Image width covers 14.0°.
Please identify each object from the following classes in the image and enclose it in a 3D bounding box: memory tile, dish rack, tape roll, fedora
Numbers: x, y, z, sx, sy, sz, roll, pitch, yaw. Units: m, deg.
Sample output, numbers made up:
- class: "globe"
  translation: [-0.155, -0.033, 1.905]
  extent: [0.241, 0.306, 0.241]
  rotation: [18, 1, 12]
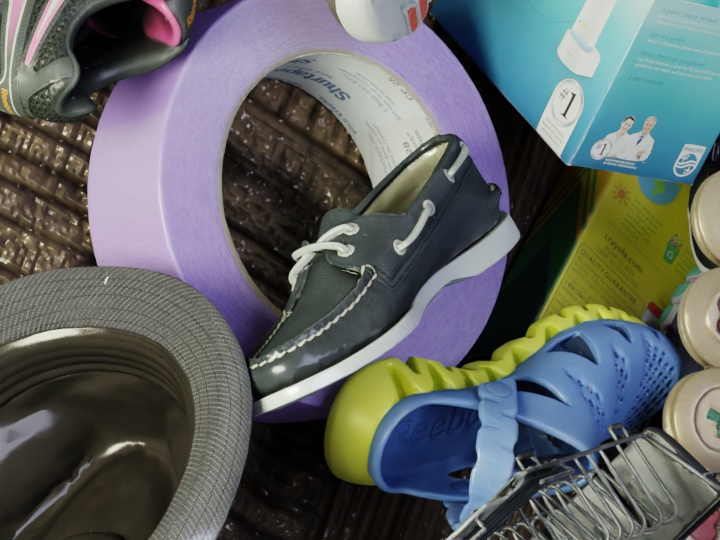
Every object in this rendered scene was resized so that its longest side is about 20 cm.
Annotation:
- class: "memory tile"
  translation: [0.217, 0.057, 1.410]
  extent: [0.153, 0.017, 0.201]
  rotation: [13, 78, -20]
- class: "dish rack"
  translation: [0.065, 0.132, 1.253]
  extent: [0.055, 0.153, 0.200]
  rotation: [48, 19, 15]
- class: "tape roll"
  translation: [-0.026, -0.031, 1.373]
  extent: [0.199, 0.066, 0.201]
  rotation: [6, 80, -35]
- class: "fedora"
  translation: [-0.122, 0.103, 1.246]
  extent: [0.090, 0.176, 0.201]
  rotation: [68, 24, -46]

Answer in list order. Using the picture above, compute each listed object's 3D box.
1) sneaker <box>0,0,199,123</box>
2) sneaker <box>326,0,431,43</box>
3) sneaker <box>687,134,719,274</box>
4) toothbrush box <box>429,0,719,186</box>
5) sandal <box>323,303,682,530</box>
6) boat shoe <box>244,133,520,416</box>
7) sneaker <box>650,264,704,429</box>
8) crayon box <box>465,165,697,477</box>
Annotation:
- class: "sneaker"
  translation: [-0.098, -0.130, 1.309]
  extent: [0.200, 0.086, 0.081]
  rotation: [-51, 145, -24]
- class: "sneaker"
  translation: [-0.009, -0.168, 1.371]
  extent: [0.200, 0.081, 0.077]
  rotation: [-80, 163, -53]
- class: "sneaker"
  translation: [0.189, -0.100, 1.457]
  extent: [0.112, 0.073, 0.201]
  rotation: [49, 51, -42]
- class: "toothbrush box"
  translation: [0.136, -0.166, 1.407]
  extent: [0.085, 0.147, 0.201]
  rotation: [6, 120, -35]
- class: "sandal"
  translation: [0.080, 0.075, 1.358]
  extent: [0.199, 0.087, 0.080]
  rotation: [-18, 129, -38]
- class: "boat shoe"
  translation: [0.000, 0.000, 1.294]
  extent: [0.061, 0.075, 0.200]
  rotation: [62, 33, -9]
- class: "sneaker"
  translation: [0.215, 0.011, 1.467]
  extent: [0.074, 0.087, 0.200]
  rotation: [45, 60, -23]
- class: "crayon box"
  translation: [0.149, 0.002, 1.506]
  extent: [0.127, 0.051, 0.200]
  rotation: [43, 61, -24]
